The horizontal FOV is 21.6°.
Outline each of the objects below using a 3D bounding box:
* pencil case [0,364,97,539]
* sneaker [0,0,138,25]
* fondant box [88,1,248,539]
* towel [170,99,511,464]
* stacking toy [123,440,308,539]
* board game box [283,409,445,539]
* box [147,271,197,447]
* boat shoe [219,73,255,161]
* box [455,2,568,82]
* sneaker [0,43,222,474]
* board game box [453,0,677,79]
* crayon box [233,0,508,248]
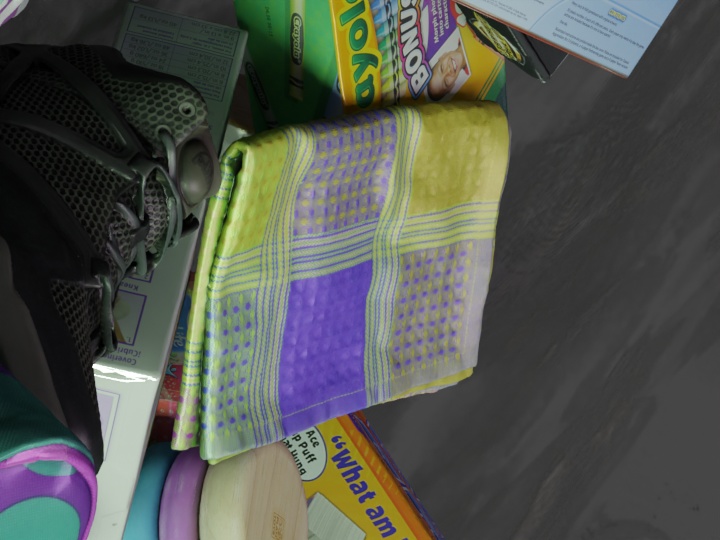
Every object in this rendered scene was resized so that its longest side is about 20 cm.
[{"bbox_3d":[-0.175,0.029,0.563,0.085,0.200,0.092,-11,136,-60],"label":"pencil case"},{"bbox_3d":[-0.114,-0.109,0.645,0.200,0.078,0.140,-51,162,2],"label":"sneaker"},{"bbox_3d":[-0.101,0.008,0.785,0.144,0.058,0.200,109,-8,-46],"label":"fondant box"},{"bbox_3d":[0.000,0.000,0.815,0.200,0.023,0.144,-11,115,-53],"label":"towel"},{"bbox_3d":[-0.128,0.119,0.856,0.085,0.200,0.086,-5,90,-69],"label":"stacking toy"},{"bbox_3d":[-0.039,0.208,1.136,0.200,0.200,0.200,-34,171,-1],"label":"board game box"},{"bbox_3d":[-0.103,0.105,0.950,0.103,0.094,0.200,-73,171,-53],"label":"box"},{"bbox_3d":[-0.039,-0.052,0.954,0.069,0.071,0.200,-57,163,12],"label":"boat shoe"},{"bbox_3d":[0.096,-0.202,0.769,0.200,0.050,0.199,-50,151,-4],"label":"box"},{"bbox_3d":[-0.093,-0.012,0.651,0.114,0.200,0.076,-8,134,-15],"label":"sneaker"},{"bbox_3d":[0.089,-0.142,0.756,0.103,0.019,0.200,-56,151,13],"label":"board game box"},{"bbox_3d":[0.005,-0.117,0.837,0.119,0.058,0.200,-39,135,-38],"label":"crayon box"}]
